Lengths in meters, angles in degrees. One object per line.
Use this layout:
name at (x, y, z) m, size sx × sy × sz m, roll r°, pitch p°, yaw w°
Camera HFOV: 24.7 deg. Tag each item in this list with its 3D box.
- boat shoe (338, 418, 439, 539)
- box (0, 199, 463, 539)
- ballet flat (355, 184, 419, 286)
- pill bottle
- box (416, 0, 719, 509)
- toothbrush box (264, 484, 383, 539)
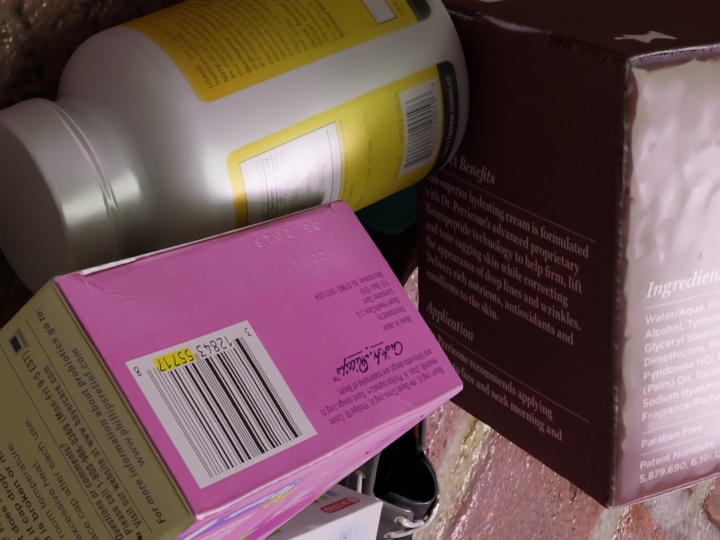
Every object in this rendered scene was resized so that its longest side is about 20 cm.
boat shoe at (0.013, 0.139, 0.995) m, size 0.072 × 0.067 × 0.201 m, roll -46°, pitch 142°, yaw -40°
box at (-0.091, 0.078, 0.655) m, size 0.200 × 0.097 × 0.176 m, roll -39°, pitch 168°, yaw 33°
ballet flat at (0.000, 0.000, 0.828) m, size 0.200 × 0.068 × 0.063 m, roll -43°, pitch 153°, yaw -38°
pill bottle at (-0.058, -0.061, 0.703) m, size 0.199 × 0.112 × 0.113 m, roll -26°, pitch 128°, yaw -30°
box at (0.133, -0.027, 0.763) m, size 0.163 × 0.166 × 0.201 m, roll -12°, pitch 113°, yaw -26°
toothbrush box at (-0.075, 0.216, 0.871) m, size 0.145 × 0.086 × 0.201 m, roll -9°, pitch 112°, yaw -57°
